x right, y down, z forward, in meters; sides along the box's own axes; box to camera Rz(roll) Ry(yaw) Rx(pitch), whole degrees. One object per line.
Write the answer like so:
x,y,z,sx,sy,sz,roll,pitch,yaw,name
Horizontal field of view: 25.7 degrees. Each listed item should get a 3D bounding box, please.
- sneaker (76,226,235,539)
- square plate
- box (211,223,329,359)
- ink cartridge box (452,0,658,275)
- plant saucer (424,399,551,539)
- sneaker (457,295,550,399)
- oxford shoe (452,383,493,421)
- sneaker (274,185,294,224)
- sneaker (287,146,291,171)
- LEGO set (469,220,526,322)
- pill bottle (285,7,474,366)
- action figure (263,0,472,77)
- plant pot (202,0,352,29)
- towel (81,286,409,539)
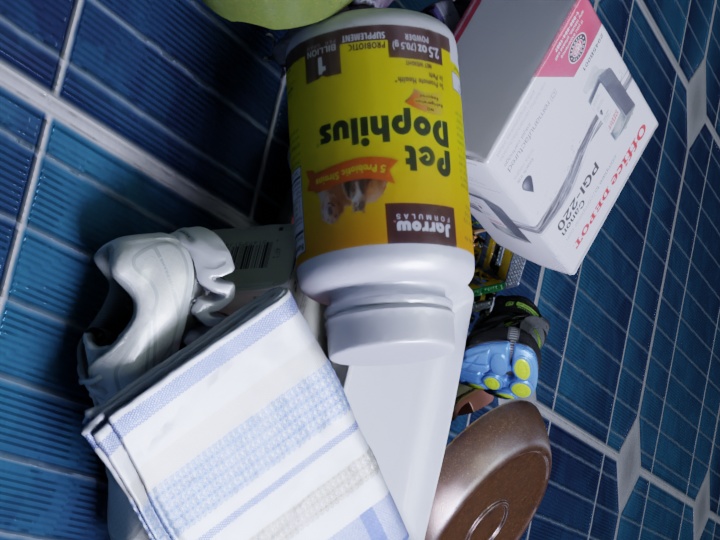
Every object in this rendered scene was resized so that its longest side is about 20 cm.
-0.133,0.072,0.933,0.080,0.075,0.203,0,104,-40,sneaker
0.021,0.079,1.084,0.200,0.028,0.201,42,58,-62,square plate
-0.058,0.069,1.049,0.069,0.081,0.202,-79,160,-51,box
0.130,-0.107,1.167,0.147,0.084,0.200,-59,148,-8,ink cartridge box
0.089,0.195,1.246,0.199,0.034,0.202,-35,145,-29,plant saucer
0.111,0.057,1.255,0.200,0.070,0.084,52,57,-85,sneaker
0.049,0.097,1.335,0.200,0.070,0.075,-13,88,-67,oxford shoe
0.000,0.000,1.158,0.201,0.086,0.074,59,44,-53,sneaker
0.011,-0.101,1.138,0.085,0.073,0.200,-45,180,26,sneaker
0.076,-0.069,1.309,0.153,0.115,0.202,-20,129,-41,LEGO set
0.012,-0.048,0.960,0.109,0.108,0.203,23,60,-64,pill bottle
0.004,-0.168,1.091,0.199,0.069,0.132,-27,104,-43,action figure
-0.056,-0.242,0.889,0.191,0.198,0.202,82,27,-58,plant pot
-0.062,0.125,0.935,0.146,0.024,0.201,-35,118,-18,towel
